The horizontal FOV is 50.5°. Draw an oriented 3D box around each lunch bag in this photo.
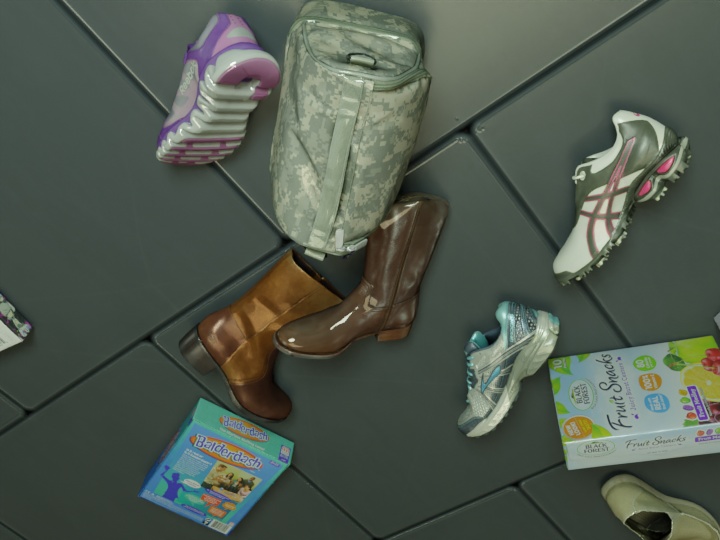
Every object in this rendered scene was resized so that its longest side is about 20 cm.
[{"bbox_3d":[-0.017,-0.131,0.723,0.139,0.168,0.200,13,125,-3],"label":"lunch bag"}]

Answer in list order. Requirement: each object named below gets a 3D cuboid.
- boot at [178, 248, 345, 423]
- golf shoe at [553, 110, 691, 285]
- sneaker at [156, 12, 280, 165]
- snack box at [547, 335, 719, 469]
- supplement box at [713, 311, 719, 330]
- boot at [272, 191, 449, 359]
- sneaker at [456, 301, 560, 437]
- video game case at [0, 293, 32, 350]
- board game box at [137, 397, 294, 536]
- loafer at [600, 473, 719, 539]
[{"bbox_3d":[-0.094,0.088,0.961,0.200,0.069,0.188,-36,111,14],"label":"boot"},{"bbox_3d":[0.255,-0.074,0.806,0.088,0.077,0.200,35,120,6],"label":"golf shoe"},{"bbox_3d":[-0.152,-0.180,0.765,0.080,0.089,0.200,-8,159,-39],"label":"sneaker"},{"bbox_3d":[0.332,0.154,0.899,0.200,0.142,0.053,-10,123,13],"label":"snack box"},{"bbox_3d":[0.516,0.108,0.871,0.200,0.109,0.061,26,123,-11],"label":"supplement box"},{"bbox_3d":[0.000,0.000,0.847,0.186,0.064,0.200,-11,134,-29],"label":"boot"},{"bbox_3d":[0.162,0.118,0.945,0.086,0.078,0.200,28,116,1],"label":"sneaker"},{"bbox_3d":[-0.557,0.052,0.979,0.200,0.036,0.181,-24,118,20],"label":"video game case"},{"bbox_3d":[-0.210,0.288,1.102,0.152,0.045,0.200,30,122,-14],"label":"board game box"},{"bbox_3d":[0.426,0.358,1.074,0.200,0.068,0.076,26,123,-12],"label":"loafer"}]
